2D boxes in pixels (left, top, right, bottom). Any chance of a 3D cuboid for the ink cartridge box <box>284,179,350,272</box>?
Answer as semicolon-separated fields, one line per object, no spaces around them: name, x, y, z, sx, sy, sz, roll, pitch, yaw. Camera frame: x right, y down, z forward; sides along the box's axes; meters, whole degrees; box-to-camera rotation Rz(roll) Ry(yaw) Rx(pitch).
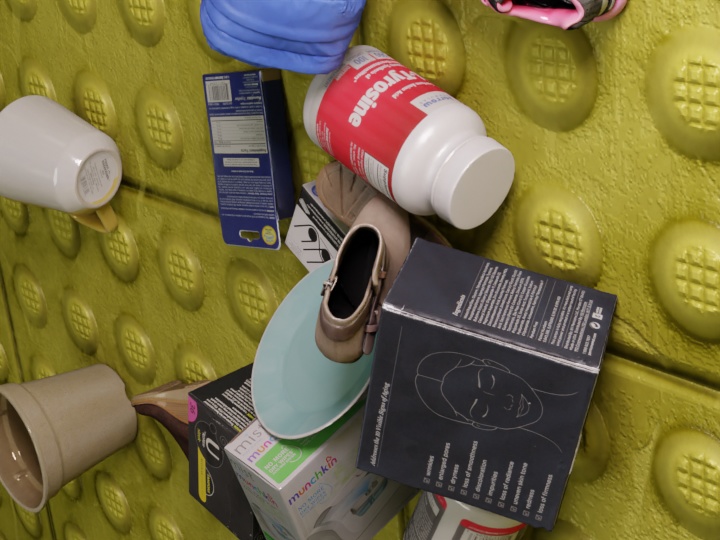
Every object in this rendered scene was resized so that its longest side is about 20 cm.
ink cartridge box;0.000;0.000;1.500;0.200;0.044;0.094;48;142;25

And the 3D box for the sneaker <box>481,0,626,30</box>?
sneaker;0.116;-0.245;1.139;0.199;0.095;0.079;21;130;23

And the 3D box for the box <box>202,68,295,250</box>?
box;-0.126;-0.127;1.591;0.121;0.032;0.202;7;105;51

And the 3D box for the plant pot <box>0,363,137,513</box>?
plant pot;-0.444;0.232;2.082;0.200;0.183;0.202;27;128;41

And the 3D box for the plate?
plate;-0.034;0.078;1.391;0.200;0.026;0.201;-30;44;34

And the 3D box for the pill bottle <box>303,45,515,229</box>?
pill bottle;0.046;-0.124;1.317;0.200;0.112;0.113;38;135;34

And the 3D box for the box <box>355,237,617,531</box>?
box;0.113;0.105;1.278;0.195;0.124;0.201;16;126;9

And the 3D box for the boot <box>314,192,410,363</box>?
boot;0.006;-0.007;1.267;0.070;0.201;0.146;10;159;6

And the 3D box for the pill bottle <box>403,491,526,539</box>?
pill bottle;0.107;0.267;1.435;0.111;0.110;0.201;46;139;27

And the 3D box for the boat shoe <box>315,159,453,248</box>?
boat shoe;0.042;-0.041;1.411;0.200;0.072;0.072;42;115;2

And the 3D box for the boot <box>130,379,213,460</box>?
boot;-0.237;0.237;1.910;0.199;0.072;0.168;-10;98;50

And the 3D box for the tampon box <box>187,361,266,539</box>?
tampon box;-0.082;0.189;1.574;0.126;0.199;0.151;33;131;38

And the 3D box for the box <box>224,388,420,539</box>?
box;-0.023;0.194;1.463;0.096;0.200;0.177;30;149;38

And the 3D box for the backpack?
backpack;-0.070;-0.268;1.302;0.201;0.161;0.169;-98;18;-45

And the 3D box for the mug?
mug;-0.391;-0.142;1.887;0.152;0.186;0.150;21;92;35
